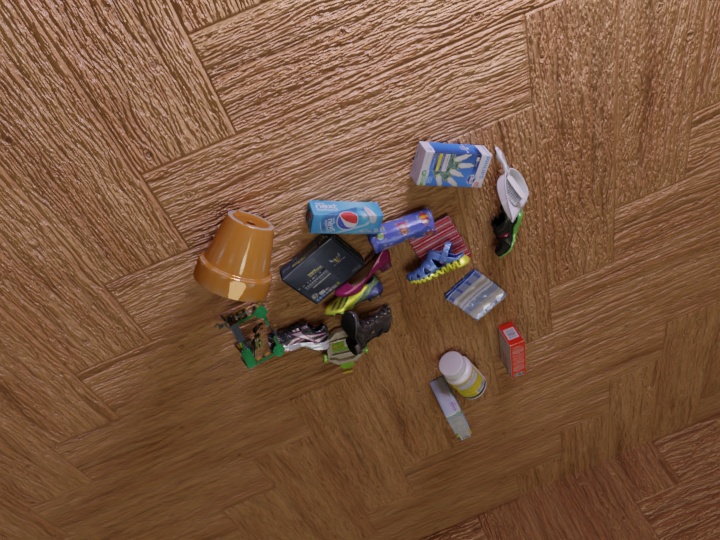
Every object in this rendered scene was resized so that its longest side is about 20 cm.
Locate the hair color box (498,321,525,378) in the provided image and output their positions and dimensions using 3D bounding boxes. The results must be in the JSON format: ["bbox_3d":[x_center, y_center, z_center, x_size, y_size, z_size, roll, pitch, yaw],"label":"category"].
[{"bbox_3d":[0.556,0.294,2.202,0.061,0.102,0.201,-19,134,-3],"label":"hair color box"}]

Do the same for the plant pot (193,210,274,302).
[{"bbox_3d":[-0.308,-0.047,1.544,0.199,0.200,0.185,12,109,-28],"label":"plant pot"}]

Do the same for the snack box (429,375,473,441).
[{"bbox_3d":[0.346,0.526,2.278,0.067,0.169,0.200,-28,134,4],"label":"snack box"}]

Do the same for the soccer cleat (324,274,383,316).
[{"bbox_3d":[-0.027,0.073,1.838,0.199,0.065,0.084,-25,104,7],"label":"soccer cleat"}]

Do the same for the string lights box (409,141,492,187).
[{"bbox_3d":[0.243,-0.284,1.616,0.198,0.059,0.103,-1,128,-20],"label":"string lights box"}]

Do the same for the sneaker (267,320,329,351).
[{"bbox_3d":[-0.193,0.196,1.875,0.198,0.080,0.087,1,106,-19],"label":"sneaker"}]

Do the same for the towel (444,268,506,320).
[{"bbox_3d":[0.388,0.085,2.014,0.147,0.024,0.199,-43,130,17],"label":"towel"}]

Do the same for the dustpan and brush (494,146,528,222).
[{"bbox_3d":[0.417,-0.255,1.690,0.057,0.140,0.201,-24,108,48],"label":"dustpan and brush"}]

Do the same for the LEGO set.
[{"bbox_3d":[-0.324,0.188,1.790,0.153,0.116,0.201,-36,112,-15],"label":"LEGO set"}]

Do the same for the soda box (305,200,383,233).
[{"bbox_3d":[-0.043,-0.144,1.626,0.198,0.068,0.065,-1,130,-19],"label":"soda box"}]

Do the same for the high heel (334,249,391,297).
[{"bbox_3d":[0.000,0.000,1.766,0.199,0.067,0.096,-35,144,-9],"label":"high heel"}]

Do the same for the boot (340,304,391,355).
[{"bbox_3d":[0.027,0.161,1.894,0.174,0.069,0.201,-35,143,-26],"label":"boot"}]

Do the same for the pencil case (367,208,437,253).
[{"bbox_3d":[0.116,-0.112,1.707,0.198,0.079,0.087,-19,172,-5],"label":"pencil case"}]

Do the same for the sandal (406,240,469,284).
[{"bbox_3d":[0.225,-0.024,1.810,0.199,0.079,0.088,-26,95,16],"label":"sandal"}]

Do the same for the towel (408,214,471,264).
[{"bbox_3d":[0.242,-0.071,1.827,0.144,0.023,0.200,-30,131,9],"label":"towel"}]

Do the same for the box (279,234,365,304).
[{"bbox_3d":[-0.110,-0.008,1.731,0.200,0.051,0.158,-39,130,15],"label":"box"}]

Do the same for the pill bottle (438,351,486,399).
[{"bbox_3d":[0.374,0.383,2.203,0.114,0.115,0.200,-35,132,11],"label":"pill bottle"}]

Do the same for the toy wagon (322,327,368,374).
[{"bbox_3d":[-0.051,0.266,1.997,0.154,0.040,0.201,-11,133,-10],"label":"toy wagon"}]

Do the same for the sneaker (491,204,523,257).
[{"bbox_3d":[0.436,-0.129,1.826,0.083,0.077,0.201,9,131,5],"label":"sneaker"}]
